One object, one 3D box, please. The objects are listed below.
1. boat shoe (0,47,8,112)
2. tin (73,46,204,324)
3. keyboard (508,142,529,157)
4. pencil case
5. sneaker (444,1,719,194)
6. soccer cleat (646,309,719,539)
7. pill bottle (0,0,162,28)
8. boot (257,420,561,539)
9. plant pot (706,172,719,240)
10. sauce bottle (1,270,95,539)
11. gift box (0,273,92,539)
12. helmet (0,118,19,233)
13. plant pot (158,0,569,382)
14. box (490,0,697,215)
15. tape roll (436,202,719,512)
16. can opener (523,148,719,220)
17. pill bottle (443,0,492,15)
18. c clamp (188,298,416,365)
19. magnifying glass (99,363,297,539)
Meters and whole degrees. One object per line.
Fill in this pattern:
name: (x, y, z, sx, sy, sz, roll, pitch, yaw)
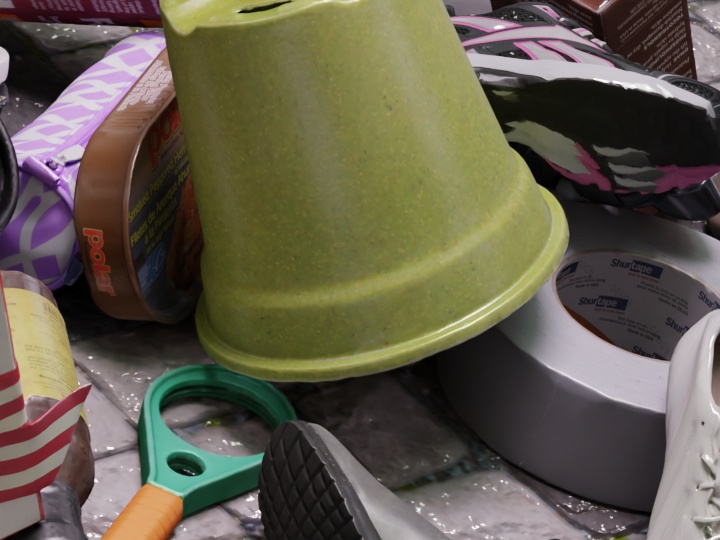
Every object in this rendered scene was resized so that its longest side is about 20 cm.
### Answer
boat shoe: (-0.234, -0.106, 1.642, 0.074, 0.060, 0.200, 1, 14, -20)
tin: (-0.098, -0.051, 1.565, 0.042, 0.112, 0.200, 5, 31, 19)
keyboard: (0.012, -0.081, 1.673, 0.200, 0.021, 0.127, -4, 25, 23)
pencil case: (-0.148, -0.063, 1.597, 0.084, 0.086, 0.200, 26, 32, 7)
sneaker: (0.106, -0.107, 1.575, 0.200, 0.080, 0.086, 14, 50, 13)
soccer cleat: (0.178, 0.108, 1.432, 0.069, 0.078, 0.200, 10, 63, -13)
pill bottle: (-0.130, -0.196, 1.682, 0.200, 0.114, 0.114, 4, 28, 18)
boot: (0.046, 0.147, 1.393, 0.131, 0.068, 0.200, -7, 46, -40)
plant pot: (0.310, -0.066, 1.668, 0.200, 0.200, 0.177, 22, 16, 8)
sauce bottle: (-0.159, 0.078, 1.390, 0.065, 0.065, 0.200, 5, 32, -19)
gift box: (-0.235, 0.036, 1.268, 0.200, 0.185, 0.187, -27, 47, -17)
helmet: (-0.270, -0.063, 1.442, 0.200, 0.191, 0.200, 1, 53, -1)
plant pot: (-0.014, -0.074, 1.478, 0.200, 0.184, 0.200, -15, 27, 8)
box: (0.139, -0.126, 1.715, 0.075, 0.200, 0.100, -41, 56, -20)
tape roll: (0.145, 0.044, 1.586, 0.200, 0.066, 0.200, 13, 31, -8)
can opener: (0.121, -0.065, 1.665, 0.063, 0.079, 0.200, -40, 30, -20)
pill bottle: (-0.003, -0.166, 1.797, 0.200, 0.116, 0.116, 7, 33, -16)
c clamp: (0.000, 0.000, 1.564, 0.171, 0.027, 0.200, 0, 31, 32)
magnifying glass: (-0.089, 0.101, 1.429, 0.080, 0.022, 0.200, 22, 33, 9)
